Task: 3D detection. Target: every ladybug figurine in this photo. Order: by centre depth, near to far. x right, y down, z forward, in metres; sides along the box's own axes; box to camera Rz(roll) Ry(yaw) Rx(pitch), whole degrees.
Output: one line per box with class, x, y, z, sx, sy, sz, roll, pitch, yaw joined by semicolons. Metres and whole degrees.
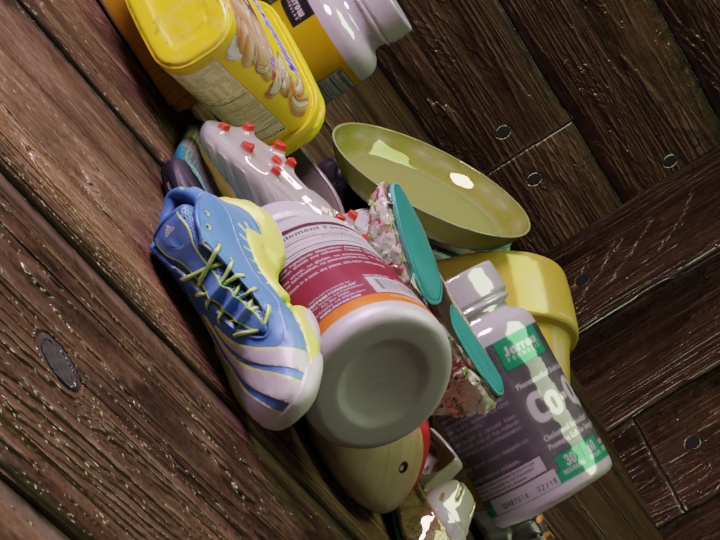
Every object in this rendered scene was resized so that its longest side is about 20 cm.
ladybug figurine;0.006;0.106;1.399;0.136;0.072;0.200;55;9;-20

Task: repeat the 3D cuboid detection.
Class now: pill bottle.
pill bottle;-0.024;0.031;1.306;0.113;0.113;0.200;52;-2;-36
pill bottle;0.115;0.102;1.519;0.201;0.113;0.113;61;8;4
pill bottle;-0.054;-0.213;1.777;0.112;0.200;0.111;56;8;-12

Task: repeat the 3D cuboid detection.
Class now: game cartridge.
game cartridge;-0.194;-0.236;1.619;0.200;0.032;0.176;56;8;-7

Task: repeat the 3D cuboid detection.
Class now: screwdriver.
screwdriver;-0.110;-0.004;1.313;0.028;0.029;0.201;47;18;-52

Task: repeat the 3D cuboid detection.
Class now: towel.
towel;-0.104;-0.048;1.496;0.147;0.022;0.200;57;8;-14

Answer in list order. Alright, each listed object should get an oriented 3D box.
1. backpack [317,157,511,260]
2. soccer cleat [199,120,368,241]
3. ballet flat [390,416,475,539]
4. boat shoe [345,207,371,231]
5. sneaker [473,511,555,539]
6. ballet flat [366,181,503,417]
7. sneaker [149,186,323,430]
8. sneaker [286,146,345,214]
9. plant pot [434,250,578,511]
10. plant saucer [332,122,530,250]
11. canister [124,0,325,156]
backpack;0.049;-0.028;1.762;0.199;0.127;0.167;18;31;-23
soccer cleat;-0.065;-0.045;1.451;0.200;0.078;0.069;41;22;21
ballet flat;0.054;0.176;1.455;0.071;0.065;0.200;52;10;-36
boat shoe;0.000;0.000;1.536;0.200;0.068;0.072;-45;118;-59
sneaker;0.145;0.240;1.782;0.112;0.077;0.201;51;21;-63
ballet flat;0.041;0.031;1.390;0.201;0.064;0.076;63;18;-13
sneaker;-0.093;0.019;1.211;0.105;0.076;0.200;28;26;-36
sneaker;-0.051;-0.061;1.670;0.201;0.075;0.106;65;7;19
plant pot;0.110;0.110;1.663;0.201;0.200;0.190;43;33;-60
plant saucer;0.059;-0.071;1.656;0.199;0.031;0.200;24;19;-9
canister;-0.118;-0.194;1.550;0.149;0.086;0.200;63;10;25
